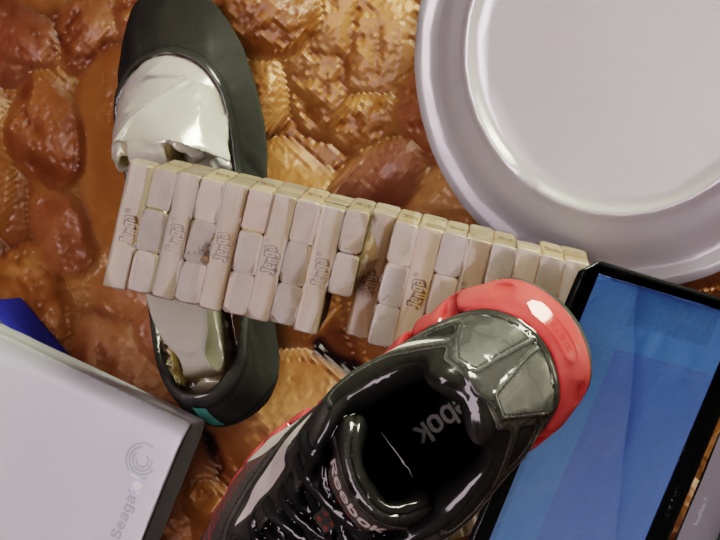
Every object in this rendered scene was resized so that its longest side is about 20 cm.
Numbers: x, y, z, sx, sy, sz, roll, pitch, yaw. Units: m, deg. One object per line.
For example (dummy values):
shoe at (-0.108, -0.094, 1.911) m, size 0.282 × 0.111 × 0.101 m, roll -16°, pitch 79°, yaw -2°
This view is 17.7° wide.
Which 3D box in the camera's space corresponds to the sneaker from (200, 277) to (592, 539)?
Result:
sneaker at (-0.004, 0.082, 0.868) m, size 0.200 × 0.098 × 0.071 m, roll -41°, pitch 87°, yaw 27°

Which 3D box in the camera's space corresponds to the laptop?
laptop at (0.153, 0.111, 0.926) m, size 0.199 × 0.103 × 0.178 m, roll 23°, pitch 98°, yaw 9°

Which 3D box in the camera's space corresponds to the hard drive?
hard drive at (-0.182, 0.086, 1.023) m, size 0.199 × 0.026 × 0.133 m, roll 24°, pitch 96°, yaw 15°

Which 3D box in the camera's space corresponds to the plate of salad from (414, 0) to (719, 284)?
plate of salad at (0.117, -0.092, 0.974) m, size 0.199 × 0.048 × 0.201 m, roll -1°, pitch 89°, yaw 26°

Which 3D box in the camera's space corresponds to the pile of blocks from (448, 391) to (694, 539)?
pile of blocks at (0.047, 0.096, 0.975) m, size 0.199 × 0.082 × 0.063 m, roll -18°, pitch 85°, yaw 14°

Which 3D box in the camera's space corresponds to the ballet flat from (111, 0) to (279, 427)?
ballet flat at (-0.073, -0.032, 1.015) m, size 0.068 × 0.068 × 0.201 m, roll -12°, pitch 86°, yaw 17°

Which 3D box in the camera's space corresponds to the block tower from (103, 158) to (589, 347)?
block tower at (0.000, 0.000, 0.949) m, size 0.199 × 0.058 × 0.054 m, roll 13°, pitch 97°, yaw 2°

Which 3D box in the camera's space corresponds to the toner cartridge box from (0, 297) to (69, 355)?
toner cartridge box at (-0.203, 0.114, 1.065) m, size 0.200 × 0.043 × 0.095 m, roll -45°, pitch 78°, yaw 11°
